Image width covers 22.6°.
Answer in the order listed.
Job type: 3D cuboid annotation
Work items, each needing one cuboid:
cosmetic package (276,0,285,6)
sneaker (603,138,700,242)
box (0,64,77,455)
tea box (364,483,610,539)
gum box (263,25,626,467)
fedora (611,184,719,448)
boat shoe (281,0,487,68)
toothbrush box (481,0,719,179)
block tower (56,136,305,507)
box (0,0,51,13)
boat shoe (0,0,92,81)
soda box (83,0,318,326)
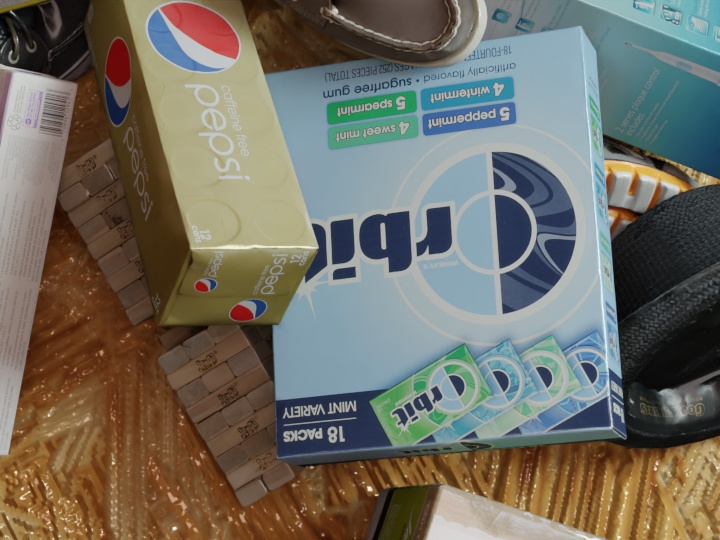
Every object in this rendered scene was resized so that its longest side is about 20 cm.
[{"bbox_3d":[-0.082,-0.246,0.986,0.051,0.083,0.200,-39,90,-10],"label":"cosmetic package"},{"bbox_3d":[0.101,-0.057,0.996,0.199,0.078,0.077,11,44,-19],"label":"sneaker"},{"bbox_3d":[-0.190,-0.005,0.936,0.041,0.039,0.201,7,96,-37],"label":"box"},{"bbox_3d":[0.095,0.200,0.899,0.199,0.197,0.134,19,81,-6],"label":"tea box"},{"bbox_3d":[0.039,-0.010,0.898,0.169,0.045,0.201,-6,77,16],"label":"gum box"},{"bbox_3d":[0.196,0.011,0.974,0.200,0.201,0.092,-18,56,-10],"label":"fedora"},{"bbox_3d":[-0.028,-0.165,0.890,0.200,0.059,0.072,38,104,17],"label":"boat shoe"},{"bbox_3d":[0.133,-0.155,0.974,0.199,0.085,0.147,20,49,-6],"label":"toothbrush box"},{"bbox_3d":[-0.085,0.021,0.959,0.054,0.058,0.200,-31,90,19],"label":"block tower"},{"bbox_3d":[-0.260,-0.167,0.908,0.199,0.117,0.048,-12,47,19],"label":"box"},{"bbox_3d":[-0.206,-0.117,0.961,0.200,0.066,0.070,-32,89,-11],"label":"boat shoe"},{"bbox_3d":[-0.084,-0.070,0.901,0.068,0.064,0.200,-1,53,-25],"label":"soda box"}]
